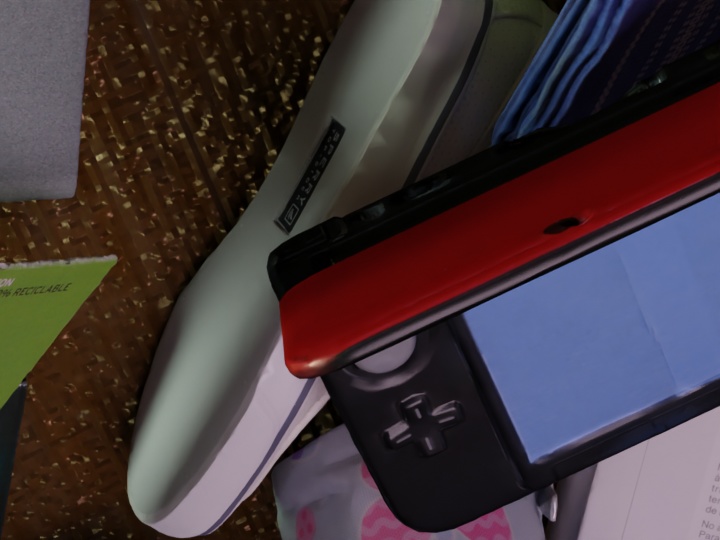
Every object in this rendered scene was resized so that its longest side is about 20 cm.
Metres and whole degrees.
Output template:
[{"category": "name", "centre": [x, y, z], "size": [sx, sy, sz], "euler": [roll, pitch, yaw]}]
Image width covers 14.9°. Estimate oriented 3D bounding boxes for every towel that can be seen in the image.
[{"category": "towel", "centre": [0.141, -0.089, 0.778], "size": [0.200, 0.024, 0.145], "euler": [-17, 157, -26]}]

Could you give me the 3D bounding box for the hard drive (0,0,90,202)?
[{"category": "hard drive", "centre": [-0.170, -0.080, 0.729], "size": [0.200, 0.033, 0.140], "euler": [-5, 121, -21]}]

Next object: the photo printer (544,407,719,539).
[{"category": "photo printer", "centre": [0.157, 0.035, 0.886], "size": [0.166, 0.069, 0.200], "euler": [11, 118, 1]}]

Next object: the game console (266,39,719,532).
[{"category": "game console", "centre": [0.087, 0.008, 0.731], "size": [0.200, 0.119, 0.172], "euler": [-25, 130, 1]}]

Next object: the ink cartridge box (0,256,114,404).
[{"category": "ink cartridge box", "centre": [-0.140, 0.094, 0.721], "size": [0.200, 0.076, 0.148], "euler": [-51, 158, 23]}]

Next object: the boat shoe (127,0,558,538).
[{"category": "boat shoe", "centre": [0.000, 0.000, 0.832], "size": [0.070, 0.071, 0.200], "euler": [22, 103, -29]}]

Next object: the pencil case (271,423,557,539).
[{"category": "pencil case", "centre": [0.034, 0.138, 0.852], "size": [0.091, 0.200, 0.083], "euler": [2, 156, -36]}]

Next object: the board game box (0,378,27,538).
[{"category": "board game box", "centre": [-0.183, 0.113, 0.845], "size": [0.135, 0.028, 0.200], "euler": [0, 119, -23]}]
